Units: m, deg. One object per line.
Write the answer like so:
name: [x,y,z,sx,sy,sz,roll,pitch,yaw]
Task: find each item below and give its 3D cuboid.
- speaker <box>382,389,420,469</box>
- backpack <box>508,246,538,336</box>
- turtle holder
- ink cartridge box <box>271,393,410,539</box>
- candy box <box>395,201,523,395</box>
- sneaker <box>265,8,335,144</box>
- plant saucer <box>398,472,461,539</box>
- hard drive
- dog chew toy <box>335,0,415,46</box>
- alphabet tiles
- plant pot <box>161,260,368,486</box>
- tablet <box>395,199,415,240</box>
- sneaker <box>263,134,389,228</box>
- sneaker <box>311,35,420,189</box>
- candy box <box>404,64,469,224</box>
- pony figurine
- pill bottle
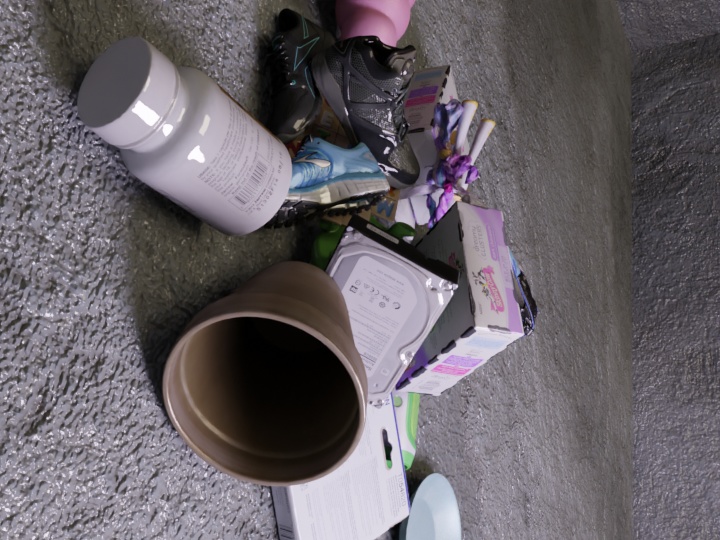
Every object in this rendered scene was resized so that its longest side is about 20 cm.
speaker: [0.044,0.167,1.086,0.088,0.087,0.204,40,51,-50]
backpack: [0.183,0.021,1.283,0.203,0.180,0.134,68,23,-4]
turtle holder: [-0.008,0.003,0.994,0.138,0.186,0.134,-9,129,-27]
ink cartridge box: [-0.026,0.240,0.952,0.198,0.040,0.204,-13,96,-47]
candy box: [0.110,0.041,0.989,0.070,0.200,0.171,10,59,-23]
sneaker: [-0.088,-0.237,0.957,0.079,0.075,0.203,39,44,-34]
plant saucer: [0.098,0.411,1.183,0.200,0.038,0.206,19,67,-58]
hard drive: [0.007,0.053,0.891,0.138,0.202,0.038,28,32,-3]
dog chew toy: [0.018,-0.370,1.094,0.125,0.122,0.204,46,44,-47]
alphabet tiles: [-0.021,-0.142,0.989,0.164,0.006,0.203,21,55,-12]
plant pot: [-0.080,0.084,0.801,0.174,0.196,0.203,-75,147,-61]
tablet: [0.055,-0.146,1.202,0.200,0.013,0.133,50,41,-59]
sneaker: [-0.067,-0.107,0.901,0.196,0.078,0.092,-9,73,-26]
sneaker: [0.036,-0.192,0.942,0.201,0.113,0.077,58,37,-20]
candy box: [0.118,-0.206,1.267,0.202,0.070,0.170,-72,149,-46]
pony figurine: [0.123,-0.129,1.088,0.192,0.164,0.204,13,89,-66]
pill bottle: [-0.162,-0.124,0.741,0.200,0.112,0.117,37,53,-53]
